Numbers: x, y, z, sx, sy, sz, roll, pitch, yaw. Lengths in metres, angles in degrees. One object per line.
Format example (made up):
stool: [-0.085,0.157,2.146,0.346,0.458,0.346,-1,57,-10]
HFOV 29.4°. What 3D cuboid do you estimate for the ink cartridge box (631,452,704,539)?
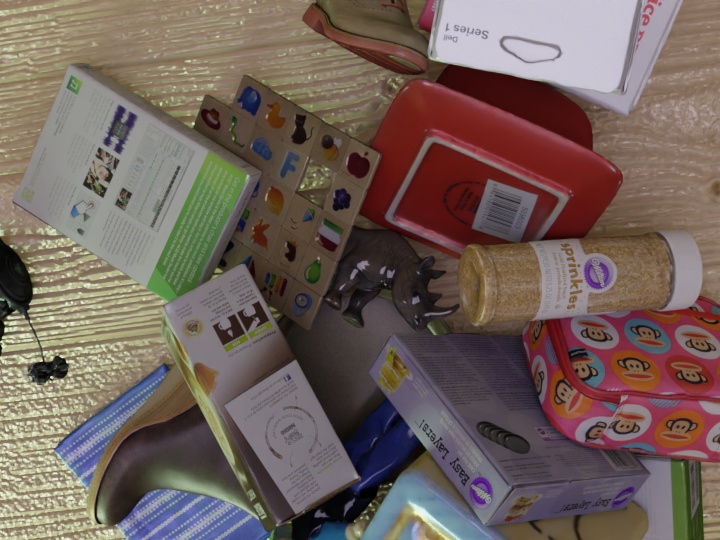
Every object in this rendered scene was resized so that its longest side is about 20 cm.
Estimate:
ink cartridge box: [0.215,0.227,1.284,0.198,0.076,0.149,1,104,25]

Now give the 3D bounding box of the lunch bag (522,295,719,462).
lunch bag: [0.245,0.076,1.201,0.198,0.177,0.082,8,127,-15]

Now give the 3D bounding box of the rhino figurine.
rhino figurine: [0.000,0.000,1.215,0.199,0.060,0.088,20,74,27]

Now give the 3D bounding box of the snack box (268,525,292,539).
snack box: [-0.041,0.367,1.325,0.167,0.068,0.202,21,106,-6]

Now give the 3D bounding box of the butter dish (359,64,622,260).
butter dish: [0.115,-0.107,1.184,0.198,0.149,0.200,24,145,-3]

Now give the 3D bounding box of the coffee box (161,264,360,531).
coffee box: [-0.088,0.110,1.154,0.079,0.114,0.201,-27,82,-13]

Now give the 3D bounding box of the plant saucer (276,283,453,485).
plant saucer: [0.001,0.103,1.288,0.198,0.032,0.202,1,103,2]

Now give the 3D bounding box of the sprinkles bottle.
sprinkles bottle: [0.183,0.006,1.141,0.198,0.068,0.069,-4,103,-16]

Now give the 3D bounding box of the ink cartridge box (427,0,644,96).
ink cartridge box: [0.129,-0.195,1.041,0.143,0.200,0.085,11,104,2]

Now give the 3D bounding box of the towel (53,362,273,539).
towel: [-0.184,0.209,1.326,0.144,0.024,0.201,-36,98,9]

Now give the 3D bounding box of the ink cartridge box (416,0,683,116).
ink cartridge box: [0.166,-0.239,1.175,0.198,0.084,0.146,23,103,-1]

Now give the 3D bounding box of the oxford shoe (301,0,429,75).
oxford shoe: [0.010,-0.215,1.137,0.070,0.200,0.075,23,100,-32]

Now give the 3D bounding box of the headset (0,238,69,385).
headset: [-0.352,0.038,1.261,0.199,0.094,0.124,35,103,7]

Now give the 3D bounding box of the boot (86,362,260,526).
boot: [-0.144,0.187,1.255,0.166,0.072,0.201,36,92,19]

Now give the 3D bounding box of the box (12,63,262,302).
box: [-0.202,-0.075,1.230,0.199,0.036,0.145,32,109,11]

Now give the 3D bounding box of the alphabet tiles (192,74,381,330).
alphabet tiles: [-0.086,-0.069,1.210,0.199,0.008,0.168,33,109,30]

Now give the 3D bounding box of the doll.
doll: [-0.014,0.199,1.236,0.200,0.136,0.048,-48,123,3]

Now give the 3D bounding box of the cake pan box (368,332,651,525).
cake pan box: [0.130,0.129,1.172,0.185,0.199,0.053,52,123,34]

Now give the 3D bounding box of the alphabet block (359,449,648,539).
alphabet block: [0.106,0.262,1.189,0.195,0.200,0.197,38,116,14]
